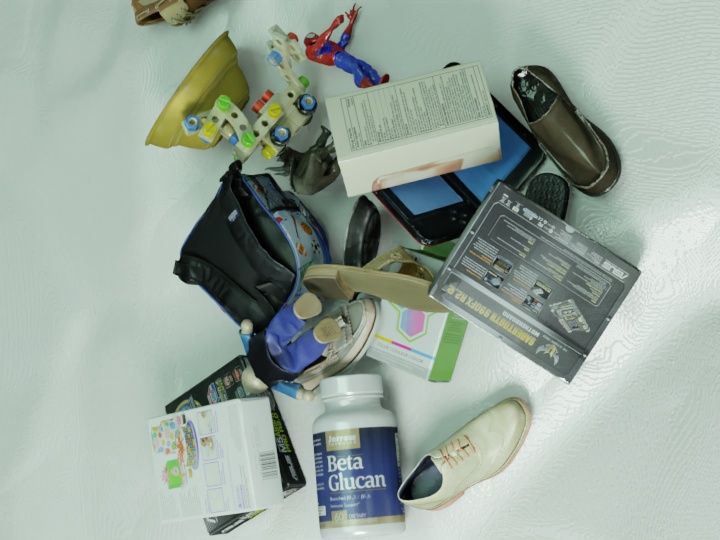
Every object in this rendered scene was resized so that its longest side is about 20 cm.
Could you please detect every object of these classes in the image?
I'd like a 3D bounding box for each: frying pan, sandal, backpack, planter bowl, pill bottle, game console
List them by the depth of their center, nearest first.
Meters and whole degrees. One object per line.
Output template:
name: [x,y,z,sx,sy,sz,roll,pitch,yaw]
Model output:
sandal: [0.217,-0.017,1.613,0.075,0.045,0.202,14,86,33]
sandal: [0.032,-0.002,1.647,0.210,0.078,0.070,5,60,25]
game console: [0.098,-0.150,1.669,0.200,0.171,0.119,49,137,29]
pill bottle: [-0.005,0.237,1.690,0.110,0.111,0.202,-12,77,33]
frying pan: [-0.004,-0.002,1.724,0.031,0.115,0.192,9,90,15]
backpack: [-0.131,-0.014,1.785,0.191,0.153,0.201,53,126,29]
planter bowl: [-0.215,-0.234,1.884,0.083,0.201,0.201,36,108,-6]

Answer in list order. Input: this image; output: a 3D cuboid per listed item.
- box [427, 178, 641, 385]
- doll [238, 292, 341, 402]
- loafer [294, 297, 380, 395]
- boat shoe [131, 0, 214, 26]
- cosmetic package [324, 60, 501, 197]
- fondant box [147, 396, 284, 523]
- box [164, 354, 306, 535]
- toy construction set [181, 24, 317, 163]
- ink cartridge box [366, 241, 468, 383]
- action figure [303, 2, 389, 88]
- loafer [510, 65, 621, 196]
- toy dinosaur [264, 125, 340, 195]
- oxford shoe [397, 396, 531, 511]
box: [0.202,0.013,1.547,0.199,0.048,0.159,31,98,-1]
doll: [-0.100,0.110,1.706,0.137,0.048,0.200,51,137,2]
loafer: [-0.047,0.102,1.730,0.200,0.062,0.072,-49,38,41]
boat shoe: [-0.267,-0.400,1.979,0.199,0.075,0.075,2,90,43]
cosmetic package: [0.065,-0.172,1.626,0.198,0.087,0.104,-12,60,2]
fondant box: [-0.197,0.256,1.782,0.199,0.058,0.146,-16,80,41]
box: [-0.176,0.243,1.849,0.160,0.044,0.201,-33,67,27]
toy construction set: [-0.135,-0.228,1.799,0.131,0.092,0.201,38,81,0]
ink cartridge box: [0.088,0.030,1.683,0.103,0.059,0.202,20,95,36]
action figure: [-0.006,-0.302,1.776,0.199,0.065,0.100,32,107,43]
loafer: [0.235,-0.170,1.599,0.073,0.071,0.201,-46,61,21]
toy dinosaur: [-0.058,-0.134,1.769,0.103,0.077,0.200,-51,18,5]
oxford shoe: [0.127,0.229,1.623,0.200,0.074,0.071,-48,61,20]
